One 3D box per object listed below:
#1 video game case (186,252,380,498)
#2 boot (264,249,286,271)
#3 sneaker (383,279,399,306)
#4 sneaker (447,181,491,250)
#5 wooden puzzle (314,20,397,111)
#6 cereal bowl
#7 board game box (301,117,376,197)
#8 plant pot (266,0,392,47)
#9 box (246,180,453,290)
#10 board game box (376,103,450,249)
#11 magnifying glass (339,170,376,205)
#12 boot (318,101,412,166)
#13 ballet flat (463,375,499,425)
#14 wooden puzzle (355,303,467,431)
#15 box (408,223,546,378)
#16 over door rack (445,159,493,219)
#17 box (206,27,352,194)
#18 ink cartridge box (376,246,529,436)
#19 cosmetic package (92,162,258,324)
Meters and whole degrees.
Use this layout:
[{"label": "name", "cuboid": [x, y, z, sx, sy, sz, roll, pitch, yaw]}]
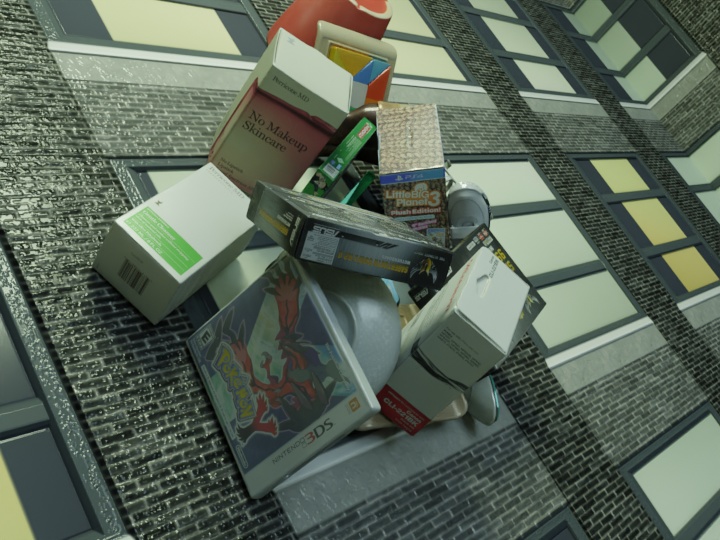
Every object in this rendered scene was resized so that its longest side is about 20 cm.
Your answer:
[{"label": "video game case", "cuboid": [-0.091, 0.111, 0.885, 0.023, 0.181, 0.202, 15, 41, -59]}, {"label": "boot", "cuboid": [-0.065, 0.029, 1.034, 0.067, 0.131, 0.203, 15, 45, -35]}, {"label": "sneaker", "cuboid": [0.000, 0.000, 1.160, 0.089, 0.079, 0.201, 25, 25, -31]}, {"label": "sneaker", "cuboid": [0.180, -0.037, 1.317, 0.073, 0.203, 0.116, -6, 40, 8]}, {"label": "wooden puzzle", "cuboid": [-0.015, -0.305, 1.399, 0.182, 0.205, 0.037, 4, 8, -43]}, {"label": "cereal bowl", "cuboid": [-0.048, 0.071, 0.947, 0.201, 0.200, 0.083, 48, -5, 6]}, {"label": "board game box", "cuboid": [-0.050, -0.137, 1.213, 0.029, 0.135, 0.201, 37, 36, -4]}, {"label": "plant pot", "cuboid": [-0.045, -0.440, 1.486, 0.198, 0.178, 0.203, 27, 38, -23]}, {"label": "box", "cuboid": [-0.015, -0.041, 0.938, 0.197, 0.049, 0.158, 13, 12, -32]}, {"label": "board game box", "cuboid": [0.083, -0.125, 1.271, 0.094, 0.203, 0.162, -5, 45, 4]}, {"label": "magnifying glass", "cuboid": [-0.034, -0.091, 1.248, 0.022, 0.080, 0.201, 41, 46, -6]}, {"label": "boot", "cuboid": [0.001, -0.210, 1.370, 0.162, 0.201, 0.074, -8, 64, -6]}, {"label": "ballet flat", "cuboid": [0.150, 0.143, 1.207, 0.068, 0.070, 0.203, 21, 38, -29]}, {"label": "wooden puzzle", "cuboid": [0.034, 0.130, 1.113, 0.197, 0.046, 0.188, 1, 54, -39]}, {"label": "box", "cuboid": [0.174, 0.041, 1.189, 0.159, 0.048, 0.199, 52, 42, 1]}, {"label": "over door rack", "cuboid": [0.162, -0.139, 1.477, 0.149, 0.066, 0.199, 54, 13, 12]}, {"label": "box", "cuboid": [-0.116, -0.212, 1.165, 0.126, 0.200, 0.110, 28, 37, -20]}, {"label": "ink cartridge box", "cuboid": [0.109, 0.088, 1.017, 0.083, 0.201, 0.145, 37, 39, -3]}, {"label": "cosmetic package", "cuboid": [-0.215, -0.038, 0.992, 0.107, 0.085, 0.200, 41, 36, 0]}]
